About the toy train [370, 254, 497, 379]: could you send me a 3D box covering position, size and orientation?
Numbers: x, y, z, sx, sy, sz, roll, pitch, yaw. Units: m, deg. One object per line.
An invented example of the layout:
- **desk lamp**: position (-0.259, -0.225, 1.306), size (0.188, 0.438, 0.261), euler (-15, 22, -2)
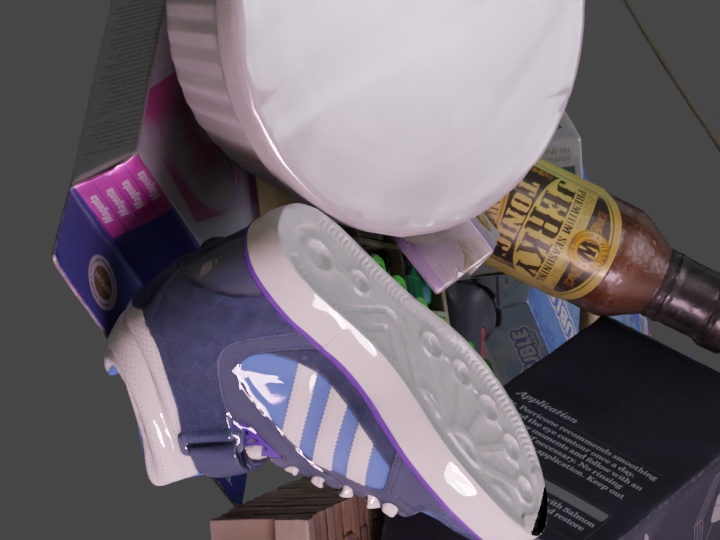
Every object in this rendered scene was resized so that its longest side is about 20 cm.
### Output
- **toy train**: position (0.021, 0.046, 1.338), size (0.200, 0.042, 0.057), euler (42, 52, -60)

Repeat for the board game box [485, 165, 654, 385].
- **board game box**: position (0.146, 0.048, 1.801), size (0.201, 0.043, 0.199), euler (64, 26, -28)

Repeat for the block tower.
- **block tower**: position (-0.013, 0.133, 1.344), size (0.200, 0.057, 0.054), euler (-15, 100, -70)

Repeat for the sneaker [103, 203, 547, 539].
- **sneaker**: position (-0.025, 0.072, 1.222), size (0.200, 0.146, 0.081), euler (47, 32, -16)

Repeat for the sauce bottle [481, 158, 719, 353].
- **sauce bottle**: position (0.107, -0.019, 1.389), size (0.065, 0.199, 0.065), euler (-156, -90, -88)

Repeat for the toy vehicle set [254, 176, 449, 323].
- **toy vehicle set**: position (0.000, 0.000, 1.399), size (0.200, 0.026, 0.125), euler (8, 72, -70)

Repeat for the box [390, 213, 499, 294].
- **box**: position (-0.006, -0.079, 1.330), size (0.200, 0.039, 0.041), euler (52, 13, -6)

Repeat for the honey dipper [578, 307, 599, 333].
- **honey dipper**: position (0.126, 0.057, 1.506), size (0.038, 0.038, 0.201), euler (14, 76, -65)

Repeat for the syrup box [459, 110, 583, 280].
- **syrup box**: position (0.073, -0.069, 1.537), size (0.200, 0.078, 0.082), euler (-108, -168, -67)

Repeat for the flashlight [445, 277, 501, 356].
- **flashlight**: position (0.058, 0.075, 1.531), size (0.068, 0.068, 0.201), euler (19, 45, -18)

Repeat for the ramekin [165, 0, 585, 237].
- **ramekin**: position (0.001, -0.122, 1.235), size (0.202, 0.094, 0.204), euler (-6, 100, -35)

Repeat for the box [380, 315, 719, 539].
- **box**: position (0.102, 0.160, 1.358), size (0.200, 0.117, 0.198), euler (-30, 139, -47)

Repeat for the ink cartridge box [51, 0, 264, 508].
- **ink cartridge box**: position (-0.073, -0.019, 1.314), size (0.201, 0.043, 0.197), euler (-84, 152, -43)
